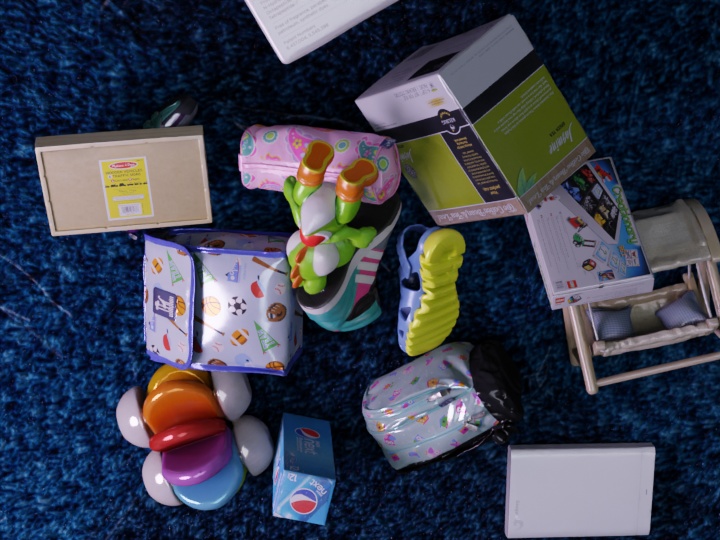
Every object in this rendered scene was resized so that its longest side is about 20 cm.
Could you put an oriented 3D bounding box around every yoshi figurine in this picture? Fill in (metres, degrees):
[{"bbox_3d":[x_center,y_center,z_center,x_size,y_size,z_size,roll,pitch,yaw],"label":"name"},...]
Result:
[{"bbox_3d":[-0.037,-0.063,1.566,0.112,0.113,0.200,-6,138,-22],"label":"yoshi figurine"}]

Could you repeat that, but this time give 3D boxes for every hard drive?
[{"bbox_3d":[0.302,0.303,1.819,0.199,0.026,0.132,-1,105,-4],"label":"hard drive"}]

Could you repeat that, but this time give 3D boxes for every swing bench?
[{"bbox_3d":[0.359,0.028,1.696,0.198,0.130,0.201,-13,105,0],"label":"swing bench"}]

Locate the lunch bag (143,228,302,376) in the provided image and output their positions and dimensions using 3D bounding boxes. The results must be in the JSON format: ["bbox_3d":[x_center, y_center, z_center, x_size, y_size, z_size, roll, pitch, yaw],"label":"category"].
[{"bbox_3d":[-0.179,0.037,1.671,0.199,0.124,0.171,5,105,10],"label":"lunch bag"}]

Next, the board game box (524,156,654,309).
[{"bbox_3d":[0.277,-0.050,1.646,0.126,0.200,0.035,-10,143,-1],"label":"board game box"}]

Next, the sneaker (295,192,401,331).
[{"bbox_3d":[0.000,0.000,1.693,0.083,0.121,0.200,23,66,29],"label":"sneaker"}]

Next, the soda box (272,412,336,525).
[{"bbox_3d":[-0.074,0.250,1.689,0.068,0.200,0.064,12,104,-7],"label":"soda box"}]

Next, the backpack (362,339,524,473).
[{"bbox_3d":[0.105,0.174,1.716,0.200,0.167,0.127,-26,99,16],"label":"backpack"}]

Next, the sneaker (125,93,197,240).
[{"bbox_3d":[-0.253,-0.130,1.651,0.087,0.074,0.200,37,111,-22],"label":"sneaker"}]

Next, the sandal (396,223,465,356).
[{"bbox_3d":[0.081,0.019,1.707,0.079,0.087,0.200,-13,127,-35],"label":"sandal"}]

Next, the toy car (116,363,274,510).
[{"bbox_3d":[-0.213,0.220,1.698,0.175,0.150,0.200,-20,105,1],"label":"toy car"}]

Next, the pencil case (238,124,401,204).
[{"bbox_3d":[-0.050,-0.131,1.612,0.199,0.087,0.088,10,106,23],"label":"pencil case"}]

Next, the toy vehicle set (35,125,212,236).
[{"bbox_3d":[-0.284,-0.108,1.603,0.199,0.027,0.125,-5,124,-5],"label":"toy vehicle set"}]

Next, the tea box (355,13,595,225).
[{"bbox_3d":[0.134,-0.172,1.574,0.134,0.200,0.197,-40,107,-24],"label":"tea box"}]

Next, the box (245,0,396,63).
[{"bbox_3d":[-0.048,-0.365,1.519,0.200,0.199,0.172,-29,104,4],"label":"box"}]
